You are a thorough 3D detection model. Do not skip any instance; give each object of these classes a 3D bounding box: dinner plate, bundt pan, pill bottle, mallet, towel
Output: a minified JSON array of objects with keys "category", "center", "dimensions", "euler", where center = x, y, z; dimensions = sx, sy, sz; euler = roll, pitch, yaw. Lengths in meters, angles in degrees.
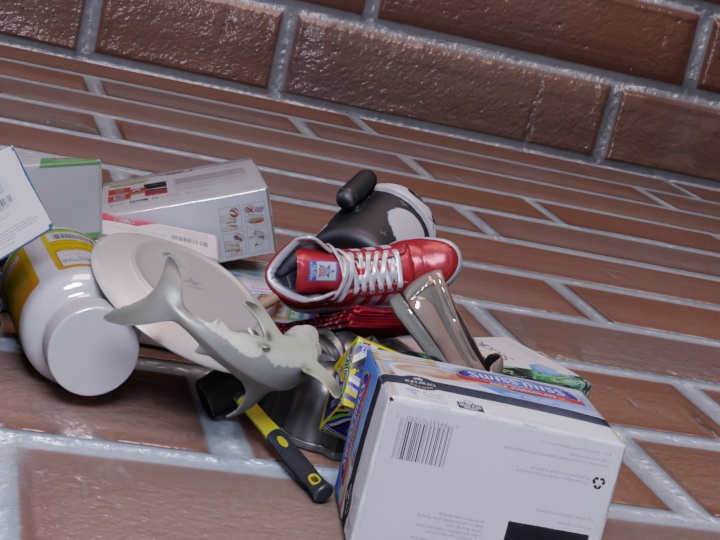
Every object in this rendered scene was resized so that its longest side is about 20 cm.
[{"category":"dinner plate","center":[-0.154,0.022,1.314],"dimensions":[0.198,0.024,0.201],"euler":[29,20,-12]},{"category":"bundt pan","center":[-0.004,0.113,1.372],"dimensions":[0.199,0.077,0.202],"euler":[13,13,-3]},{"category":"pill bottle","center":[-0.265,0.040,1.323],"dimensions":[0.110,0.113,0.200],"euler":[8,15,-24]},{"category":"mallet","center":[-0.071,0.136,1.259],"dimensions":[0.065,0.042,0.199],"euler":[-31,40,-24]},{"category":"towel","center":[-0.002,0.059,1.525],"dimensions":[0.143,0.023,0.199],"euler":[3,-9,-32]}]

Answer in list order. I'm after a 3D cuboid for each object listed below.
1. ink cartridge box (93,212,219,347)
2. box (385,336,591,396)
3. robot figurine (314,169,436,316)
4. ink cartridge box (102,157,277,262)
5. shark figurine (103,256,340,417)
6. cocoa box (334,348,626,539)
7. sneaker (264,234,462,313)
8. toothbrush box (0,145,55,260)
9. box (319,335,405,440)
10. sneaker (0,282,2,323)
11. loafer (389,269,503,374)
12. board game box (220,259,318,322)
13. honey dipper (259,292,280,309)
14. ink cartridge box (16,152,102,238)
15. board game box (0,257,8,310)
[{"category":"ink cartridge box","center":[-0.227,0.011,1.537],"dimensions":[0.143,0.086,0.200],"euler":[11,12,-9]},{"category":"box","center":[0.140,0.115,1.593],"dimensions":[0.198,0.037,0.144],"euler":[0,19,-41]},{"category":"robot figurine","center":[0.013,-0.019,1.648],"dimensions":[0.124,0.151,0.200],"euler":[31,37,8]},{"category":"ink cartridge box","center":[-0.210,-0.065,1.721],"dimensions":[0.197,0.085,0.176],"euler":[-10,18,-7]},{"category":"shark figurine","center":[-0.105,0.081,1.211],"dimensions":[0.213,0.090,0.129],"euler":[22,24,-44]},{"category":"cocoa box","center":[0.091,0.159,1.153],"dimensions":[0.197,0.135,0.131],"euler":[12,13,-10]},{"category":"sneaker","center":[0.000,0.000,1.438],"dimensions":[0.197,0.072,0.112],"euler":[-11,-13,11]},{"category":"toothbrush box","center":[-0.392,-0.033,1.287],"dimensions":[0.146,0.086,0.199],"euler":[-36,17,-34]},{"category":"box","center":[0.069,0.134,1.260],"dimensions":[0.198,0.071,0.064],"euler":[21,-33,-11]},{"category":"sneaker","center":[-0.360,0.047,1.274],"dimensions":[0.077,0.078,0.200],"euler":[13,15,-12]},{"category":"loafer","center":[0.109,0.089,1.387],"dimensions":[0.201,0.063,0.072],"euler":[51,2,-13]},{"category":"board game box","center":[-0.095,0.026,1.714],"dimensions":[0.197,0.035,0.134],"euler":[7,15,-26]},{"category":"honey dipper","center":[-0.096,0.033,1.601],"dimensions":[0.038,0.039,0.199],"euler":[20,26,25]},{"category":"ink cartridge box","center":[-0.385,-0.078,1.509],"dimensions":[0.144,0.089,0.198],"euler":[-9,14,-42]},{"category":"board game box","center":[-0.404,0.001,1.499],"dimensions":[0.134,0.035,0.199],"euler":[20,15,23]}]
